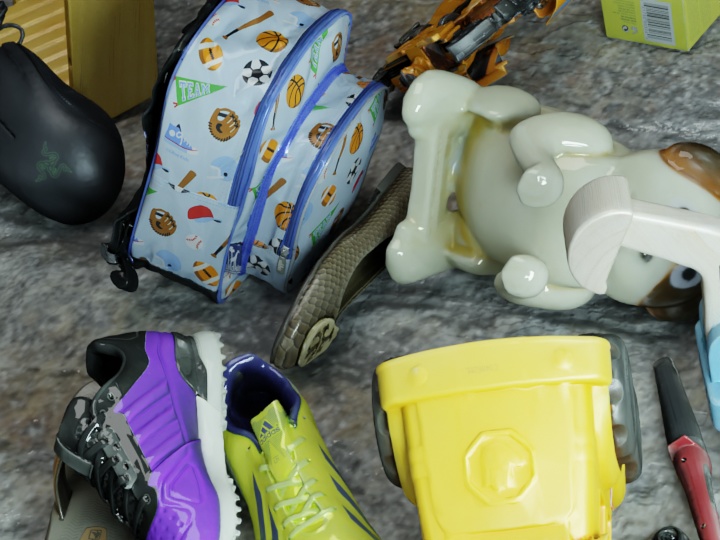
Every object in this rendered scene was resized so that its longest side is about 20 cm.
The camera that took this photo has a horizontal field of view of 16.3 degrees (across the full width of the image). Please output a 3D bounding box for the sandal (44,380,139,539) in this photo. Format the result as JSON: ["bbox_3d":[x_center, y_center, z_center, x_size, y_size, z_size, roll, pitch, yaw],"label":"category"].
[{"bbox_3d":[-0.159,0.126,1.507,0.082,0.055,0.200,-3,37,13],"label":"sandal"}]

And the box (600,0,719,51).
[{"bbox_3d":[0.258,-0.240,1.872,0.075,0.050,0.200,13,43,32],"label":"box"}]

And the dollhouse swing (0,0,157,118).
[{"bbox_3d":[-0.266,-0.206,1.908,0.176,0.182,0.200,-11,35,-16],"label":"dollhouse swing"}]

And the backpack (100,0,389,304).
[{"bbox_3d":[-0.070,-0.092,1.658,0.154,0.191,0.200,15,42,10],"label":"backpack"}]

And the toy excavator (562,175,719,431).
[{"bbox_3d":[0.219,0.023,1.402,0.194,0.200,0.100,-9,36,6],"label":"toy excavator"}]

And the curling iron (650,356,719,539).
[{"bbox_3d":[0.180,0.111,1.444,0.050,0.026,0.200,-4,37,7],"label":"curling iron"}]

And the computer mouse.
[{"bbox_3d":[-0.250,-0.102,1.793,0.200,0.139,0.053,36,14,31],"label":"computer mouse"}]

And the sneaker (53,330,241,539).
[{"bbox_3d":[-0.128,0.117,1.448,0.099,0.070,0.200,9,47,-18],"label":"sneaker"}]

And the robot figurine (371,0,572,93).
[{"bbox_3d":[0.096,-0.182,1.811,0.200,0.058,0.145,-45,15,-34],"label":"robot figurine"}]

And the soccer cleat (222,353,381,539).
[{"bbox_3d":[-0.040,0.122,1.450,0.065,0.084,0.200,-21,37,-11],"label":"soccer cleat"}]

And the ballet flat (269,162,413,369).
[{"bbox_3d":[0.000,0.000,1.632,0.046,0.067,0.200,33,45,4],"label":"ballet flat"}]

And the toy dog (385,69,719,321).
[{"bbox_3d":[0.142,-0.033,1.584,0.200,0.140,0.194,19,10,39],"label":"toy dog"}]

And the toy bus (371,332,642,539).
[{"bbox_3d":[0.090,0.142,1.343,0.136,0.200,0.192,-9,72,8],"label":"toy bus"}]
